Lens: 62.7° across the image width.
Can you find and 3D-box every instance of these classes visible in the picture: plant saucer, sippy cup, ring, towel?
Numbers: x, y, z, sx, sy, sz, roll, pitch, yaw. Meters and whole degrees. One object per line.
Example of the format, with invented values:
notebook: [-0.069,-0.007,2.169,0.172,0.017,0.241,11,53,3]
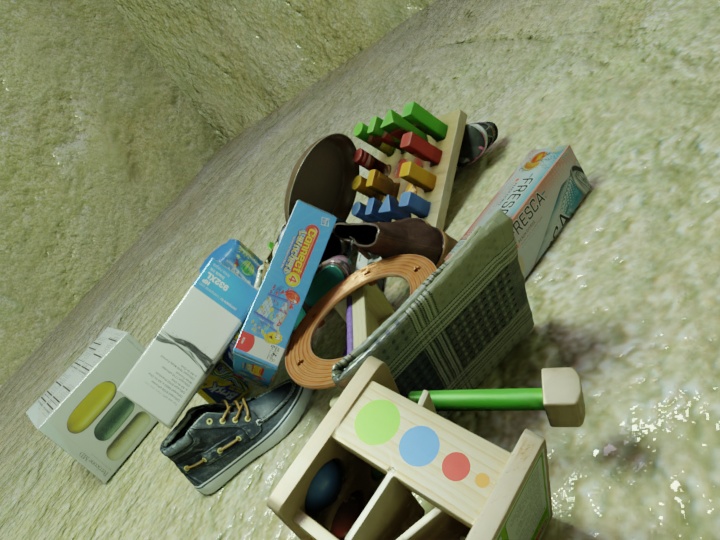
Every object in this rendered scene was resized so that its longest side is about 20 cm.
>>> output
plant saucer: [-0.068,-0.133,0.995,0.032,0.202,0.201,22,58,25]
sippy cup: [-0.232,0.017,1.124,0.178,0.131,0.139,-47,25,-19]
ring: [0.002,0.054,0.648,0.197,0.019,0.202,-29,25,14]
towel: [0.074,0.064,0.530,0.199,0.194,0.034,-42,50,-9]

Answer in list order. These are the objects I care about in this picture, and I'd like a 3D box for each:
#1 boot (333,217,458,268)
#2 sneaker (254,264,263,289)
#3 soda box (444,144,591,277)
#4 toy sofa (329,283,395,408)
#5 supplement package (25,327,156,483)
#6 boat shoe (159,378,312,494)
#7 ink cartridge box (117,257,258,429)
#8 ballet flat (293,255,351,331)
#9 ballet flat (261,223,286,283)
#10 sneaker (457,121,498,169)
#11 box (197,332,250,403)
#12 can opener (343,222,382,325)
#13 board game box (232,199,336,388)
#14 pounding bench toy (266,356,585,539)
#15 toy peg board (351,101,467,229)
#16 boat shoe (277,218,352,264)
boot: [0.032,-0.048,0.800,0.199,0.163,0.074,17,94,57]
sneaker: [-0.134,0.004,1.062,0.070,0.080,0.202,-23,26,50]
soda box: [0.189,-0.056,0.701,0.201,0.069,0.063,-49,26,-18]
toy sofa: [0.001,0.108,0.679,0.096,0.083,0.201,-31,25,14]
supplement package: [-0.452,0.231,1.052,0.149,0.153,0.201,-2,43,53]
boat shoe: [-0.158,0.193,0.758,0.199,0.091,0.071,-41,24,-3]
ink cartridge box: [-0.227,0.099,0.804,0.202,0.083,0.145,-57,6,-15]
ballet flat: [-0.087,0.043,0.947,0.199,0.070,0.071,-38,2,22]
ballet flat: [-0.121,-0.041,1.021,0.069,0.066,0.202,6,39,3]
sneaker: [0.158,-0.199,1.016,0.085,0.082,0.198,-27,11,-36]
box: [-0.227,0.142,0.974,0.064,0.070,0.200,-39,23,5]
can opener: [0.000,0.000,0.887,0.053,0.067,0.202,-28,26,25]
board game box: [-0.104,0.041,0.776,0.196,0.055,0.204,126,166,-70]
pounding bench toy: [0.055,0.136,0.429,0.154,0.125,0.201,21,60,35]
toy peg board: [0.052,-0.161,0.954,0.198,0.096,0.204,-3,69,55]
boat shoe: [-0.053,-0.039,0.982,0.071,0.074,0.199,23,20,26]
